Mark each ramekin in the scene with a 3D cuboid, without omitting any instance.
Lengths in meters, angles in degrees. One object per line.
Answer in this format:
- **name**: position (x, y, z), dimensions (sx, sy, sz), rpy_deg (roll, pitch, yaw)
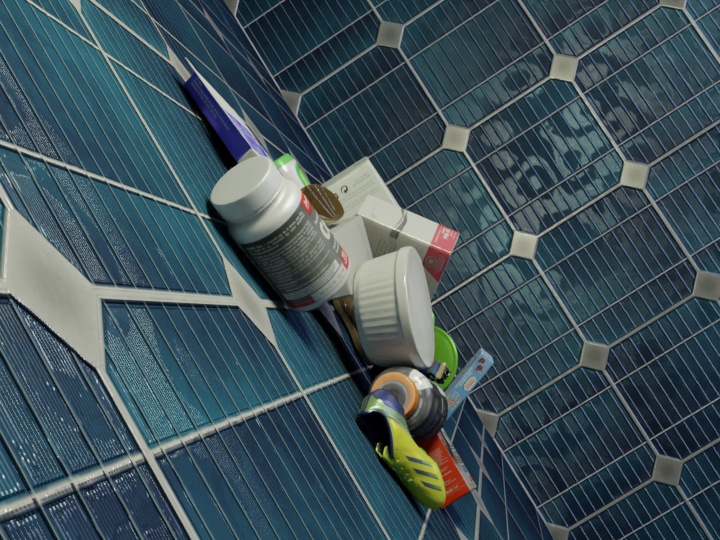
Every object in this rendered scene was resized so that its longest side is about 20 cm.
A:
- **ramekin**: position (0.054, 0.065, 1.470), dimensions (0.202, 0.093, 0.204), rpy_deg (-9, 90, -77)

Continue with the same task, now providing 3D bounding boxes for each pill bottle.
- **pill bottle**: position (0.073, 0.211, 1.441), dimensions (0.107, 0.106, 0.200), rpy_deg (60, 5, 20)
- **pill bottle**: position (-0.107, -0.050, 1.232), dimensions (0.200, 0.113, 0.114), rpy_deg (55, 6, -33)

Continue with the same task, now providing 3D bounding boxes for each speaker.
- **speaker**: position (-0.114, -0.119, 1.727), dimensions (0.201, 0.088, 0.088), rpy_deg (57, 5, -7)

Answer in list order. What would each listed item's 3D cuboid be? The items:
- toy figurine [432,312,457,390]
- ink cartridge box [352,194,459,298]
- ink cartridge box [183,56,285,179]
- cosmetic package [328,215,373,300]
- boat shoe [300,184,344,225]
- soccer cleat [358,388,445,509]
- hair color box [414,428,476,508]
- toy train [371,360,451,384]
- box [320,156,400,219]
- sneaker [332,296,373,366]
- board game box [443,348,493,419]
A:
- **toy figurine**: position (0.089, 0.143, 1.792), dimensions (0.184, 0.149, 0.202), rpy_deg (27, 51, -61)
- **ink cartridge box**: position (0.072, -0.040, 1.765), dimensions (0.199, 0.147, 0.083), rpy_deg (24, 40, 4)
- **ink cartridge box**: position (-0.227, -0.248, 1.566), dimensions (0.199, 0.043, 0.200), rpy_deg (53, 3, 23)
- **cosmetic package**: position (-0.042, -0.021, 1.513), dimensions (0.200, 0.084, 0.108), rpy_deg (-37, 113, -73)
- **boat shoe**: position (-0.097, -0.086, 1.443), dimensions (0.072, 0.065, 0.200), rpy_deg (55, 31, 5)
- **soccer cleat**: position (0.055, 0.267, 1.305), dimensions (0.201, 0.064, 0.084), rpy_deg (61, 35, -7)
- **hair color box**: position (0.123, 0.307, 1.579), dimensions (0.201, 0.064, 0.111), rpy_deg (58, 6, 15)
- **toy train**: position (0.085, 0.175, 1.594), dimensions (0.046, 0.034, 0.199), rpy_deg (42, -28, -26)
- **box**: position (-0.014, -0.103, 1.924), dimensions (0.201, 0.198, 0.131), rpy_deg (56, 5, -10)
- **sneaker**: position (0.008, 0.089, 1.691), dimensions (0.071, 0.075, 0.201), rpy_deg (51, 8, -50)
- **board game box**: position (0.188, 0.244, 1.792), dimensions (0.037, 0.200, 0.151), rpy_deg (38, 4, 7)
